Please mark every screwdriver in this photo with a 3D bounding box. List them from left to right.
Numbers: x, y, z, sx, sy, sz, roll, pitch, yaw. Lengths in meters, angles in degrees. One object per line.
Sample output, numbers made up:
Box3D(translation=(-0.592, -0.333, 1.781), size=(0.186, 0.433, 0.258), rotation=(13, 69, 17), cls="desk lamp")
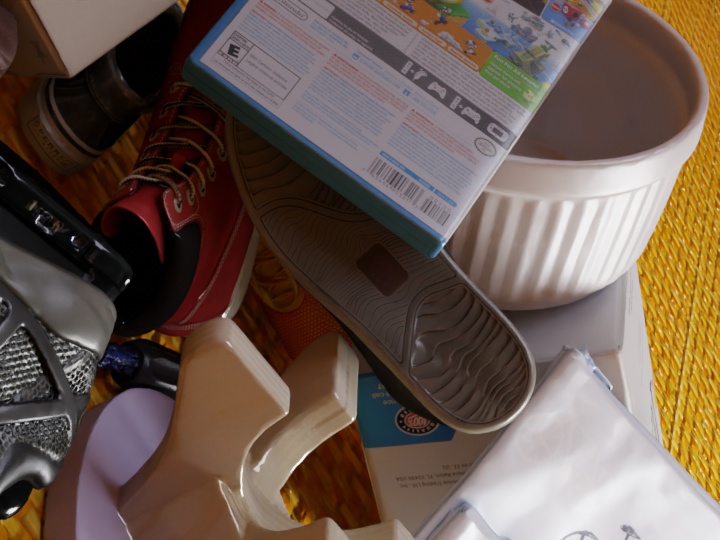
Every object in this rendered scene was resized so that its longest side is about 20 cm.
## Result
Box3D(translation=(-0.132, 0.037, 1.074), size=(0.200, 0.028, 0.029), rotation=(20, 45, -56), cls="screwdriver")

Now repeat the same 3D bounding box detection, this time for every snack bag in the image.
Box3D(translation=(0.098, 0.163, 1.169), size=(0.189, 0.200, 0.021), rotation=(45, -8, -34), cls="snack bag")

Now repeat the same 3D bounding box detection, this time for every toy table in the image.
Box3D(translation=(-0.054, 0.113, 1.035), size=(0.184, 0.117, 0.201), rotation=(46, 25, -39), cls="toy table")

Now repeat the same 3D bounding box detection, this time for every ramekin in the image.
Box3D(translation=(0.070, -0.069, 1.201), size=(0.201, 0.199, 0.106), rotation=(-86, -173, -54), cls="ramekin")

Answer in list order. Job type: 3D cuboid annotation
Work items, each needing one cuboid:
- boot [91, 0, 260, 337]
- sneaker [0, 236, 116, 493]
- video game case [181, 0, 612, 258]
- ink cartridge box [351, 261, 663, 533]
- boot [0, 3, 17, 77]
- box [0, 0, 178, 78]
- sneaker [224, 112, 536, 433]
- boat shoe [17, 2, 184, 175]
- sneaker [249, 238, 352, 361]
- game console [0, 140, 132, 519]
Box3D(translation=(-0.078, -0.066, 1.115), size=(0.144, 0.072, 0.201), rotation=(8, 95, -79), cls="boot")
Box3D(translation=(-0.177, 0.032, 0.857), size=(0.199, 0.076, 0.115), rotation=(33, 59, -45), cls="sneaker")
Box3D(translation=(0.025, -0.116, 1.100), size=(0.143, 0.018, 0.200), rotation=(36, 55, 0), cls="video game case")
Box3D(translation=(0.088, 0.093, 1.275), size=(0.145, 0.146, 0.201), rotation=(-78, 159, -57), cls="ink cartridge box")
Box3D(translation=(-0.204, -0.135, 0.971), size=(0.200, 0.064, 0.186), rotation=(49, 0, -29), cls="boot")
Box3D(translation=(-0.106, -0.179, 1.132), size=(0.200, 0.095, 0.078), rotation=(-40, 117, -26), cls="box")
Box3D(translation=(0.000, 0.000, 1.116), size=(0.200, 0.075, 0.106), rotation=(54, -10, 4), cls="sneaker")
Box3D(translation=(-0.117, -0.112, 1.219), size=(0.072, 0.071, 0.200), rotation=(54, 22, -21), cls="boat shoe")
Box3D(translation=(-0.056, -0.021, 1.284), size=(0.077, 0.073, 0.201), rotation=(-20, 84, -49), cls="sneaker")
Box3D(translation=(-0.204, -0.021, 0.963), size=(0.200, 0.117, 0.176), rotation=(43, -2, -36), cls="game console")
